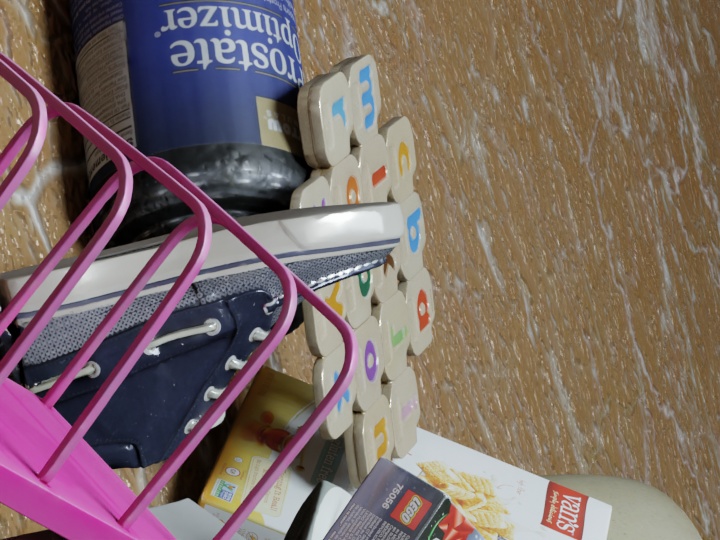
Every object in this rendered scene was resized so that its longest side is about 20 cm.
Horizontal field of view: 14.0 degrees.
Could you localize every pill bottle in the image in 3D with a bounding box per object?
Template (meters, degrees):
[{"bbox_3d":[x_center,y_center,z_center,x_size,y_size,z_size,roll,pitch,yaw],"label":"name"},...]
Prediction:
[{"bbox_3d":[-0.079,-0.067,1.420,0.112,0.111,0.201,38,39,-61],"label":"pill bottle"}]

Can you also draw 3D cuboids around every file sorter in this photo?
[{"bbox_3d":[-0.116,0.007,1.081,0.200,0.126,0.139,36,3,-46],"label":"file sorter"}]

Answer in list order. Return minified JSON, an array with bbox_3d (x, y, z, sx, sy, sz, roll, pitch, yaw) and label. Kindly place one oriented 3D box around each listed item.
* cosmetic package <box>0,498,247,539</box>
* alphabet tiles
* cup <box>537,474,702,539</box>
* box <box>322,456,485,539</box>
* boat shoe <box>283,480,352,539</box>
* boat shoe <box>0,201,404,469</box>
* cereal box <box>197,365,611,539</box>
[{"bbox_3d":[-0.098,0.160,1.152,0.090,0.107,0.200,33,12,18],"label":"cosmetic package"},{"bbox_3d":[0.000,0.000,1.432,0.196,0.015,0.201,-42,127,-68],"label":"alphabet tiles"},{"bbox_3d":[0.074,0.196,1.583,0.143,0.200,0.201,18,54,-37],"label":"cup"},{"bbox_3d":[-0.009,0.189,1.175,0.200,0.040,0.137,-54,145,-11],"label":"box"},{"bbox_3d":[-0.017,0.187,1.289,0.064,0.075,0.203,22,48,-10],"label":"boat shoe"},{"bbox_3d":[-0.070,0.030,1.283,0.075,0.199,0.093,-173,-109,-74],"label":"boat shoe"},{"bbox_3d":[0.023,0.128,1.462,0.144,0.199,0.040,-68,179,-63],"label":"cereal box"}]
